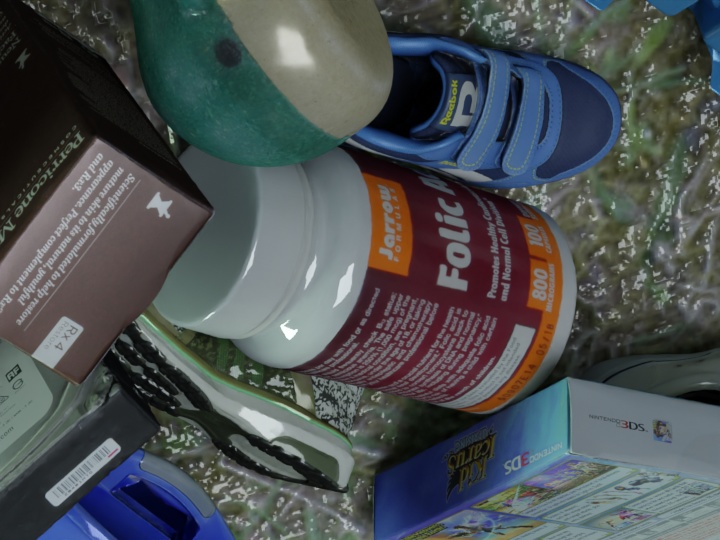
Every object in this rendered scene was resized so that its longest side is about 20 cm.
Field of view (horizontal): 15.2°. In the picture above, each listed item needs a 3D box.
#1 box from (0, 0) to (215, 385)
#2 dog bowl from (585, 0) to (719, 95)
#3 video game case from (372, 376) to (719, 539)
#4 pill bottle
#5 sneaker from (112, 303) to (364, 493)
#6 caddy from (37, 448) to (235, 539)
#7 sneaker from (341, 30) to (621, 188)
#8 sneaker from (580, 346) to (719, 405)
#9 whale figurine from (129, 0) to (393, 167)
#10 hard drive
[{"bbox_3d":[-0.146,-0.042,1.226,0.075,0.200,0.100,34,98,-31],"label":"box"},{"bbox_3d":[0.189,-0.150,1.364,0.200,0.111,0.050,33,57,-19],"label":"dog bowl"},{"bbox_3d":[0.132,0.116,1.437,0.181,0.200,0.045,10,67,-27],"label":"video game case"},{"bbox_3d":[0.000,0.000,1.344,0.200,0.114,0.114,15,108,-37],"label":"pill bottle"},{"bbox_3d":[-0.071,0.034,1.389,0.200,0.077,0.089,39,65,-31],"label":"sneaker"},{"bbox_3d":[-0.125,0.137,1.359,0.105,0.141,0.200,-43,123,8],"label":"caddy"},{"bbox_3d":[0.051,-0.080,1.354,0.200,0.082,0.074,5,92,-27],"label":"sneaker"},{"bbox_3d":[0.221,0.077,1.514,0.200,0.071,0.073,-11,118,-17],"label":"sneaker"},{"bbox_3d":[-0.072,-0.136,1.238,0.104,0.159,0.200,-35,88,16],"label":"whale figurine"},{"bbox_3d":[-0.183,0.063,1.262,0.140,0.200,0.038,-41,123,1],"label":"hard drive"}]
